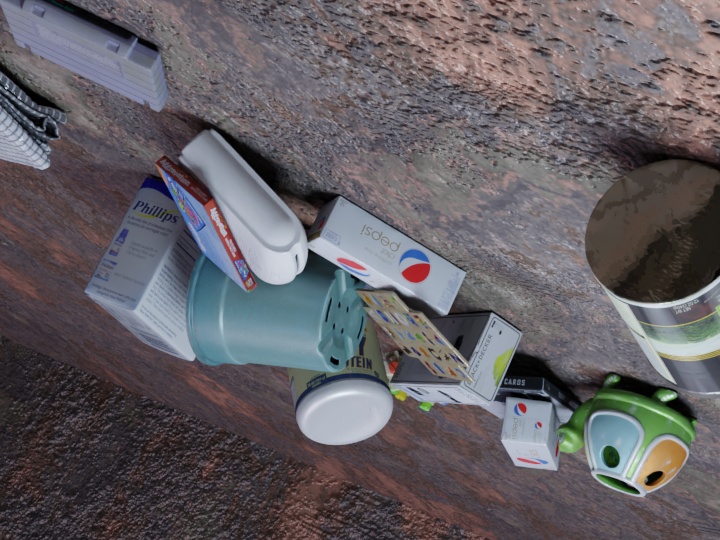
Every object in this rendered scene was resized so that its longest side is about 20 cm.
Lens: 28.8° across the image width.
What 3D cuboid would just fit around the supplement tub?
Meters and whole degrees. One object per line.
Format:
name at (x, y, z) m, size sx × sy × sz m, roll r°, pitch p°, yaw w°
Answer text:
supplement tub at (-0.038, 0.139, 2.076) m, size 0.143 × 0.201 × 0.146 m, roll -8°, pitch 141°, yaw -7°

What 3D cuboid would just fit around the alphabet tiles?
alphabet tiles at (0.071, 0.085, 1.851) m, size 0.167 × 0.006 × 0.200 m, roll 47°, pitch 166°, yaw -15°

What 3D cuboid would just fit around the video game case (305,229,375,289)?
video game case at (0.000, 0.000, 1.960) m, size 0.182 × 0.024 × 0.199 m, roll 39°, pitch 160°, yaw -35°

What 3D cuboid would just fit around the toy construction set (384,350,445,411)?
toy construction set at (0.090, 0.164, 2.227) m, size 0.130 × 0.093 × 0.200 m, roll 23°, pitch 174°, yaw 13°

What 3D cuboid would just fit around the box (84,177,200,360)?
box at (-0.281, -0.001, 2.071) m, size 0.104 × 0.201 × 0.184 m, roll 18°, pitch 162°, yaw 30°

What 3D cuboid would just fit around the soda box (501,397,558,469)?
soda box at (0.253, 0.242, 2.055) m, size 0.067 × 0.064 × 0.200 m, roll 5°, pitch 164°, yaw 14°

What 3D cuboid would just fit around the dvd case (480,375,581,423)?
dvd case at (0.238, 0.190, 2.074) m, size 0.149 × 0.025 × 0.200 m, roll 1°, pitch 162°, yaw 29°

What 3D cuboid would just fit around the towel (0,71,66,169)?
towel at (-0.522, -0.232, 1.953) m, size 0.199 × 0.086 × 0.166 m, roll 15°, pitch 159°, yaw 40°

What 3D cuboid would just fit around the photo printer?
photo printer at (-0.145, -0.071, 1.780) m, size 0.200 × 0.069 × 0.167 m, roll 46°, pitch 165°, yaw 7°

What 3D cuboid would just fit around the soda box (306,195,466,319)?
soda box at (0.031, -0.015, 1.797) m, size 0.199 × 0.064 × 0.068 m, roll 31°, pitch 163°, yaw -14°

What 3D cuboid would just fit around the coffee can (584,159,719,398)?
coffee can at (0.306, 0.011, 1.303) m, size 0.145 × 0.147 × 0.200 m, roll 14°, pitch 160°, yaw 35°

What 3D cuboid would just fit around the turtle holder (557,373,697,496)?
turtle holder at (0.356, 0.225, 1.909) m, size 0.184 × 0.133 × 0.141 m, roll 20°, pitch 163°, yaw 19°

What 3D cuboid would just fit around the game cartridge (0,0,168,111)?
game cartridge at (-0.320, -0.262, 1.637) m, size 0.199 × 0.039 × 0.130 m, roll 26°, pitch 160°, yaw 4°

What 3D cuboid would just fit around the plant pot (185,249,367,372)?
plant pot at (-0.106, 0.049, 1.928) m, size 0.194 × 0.202 × 0.200 m, roll 10°, pitch 158°, yaw 23°

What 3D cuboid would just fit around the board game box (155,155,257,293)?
board game box at (-0.194, -0.056, 1.782) m, size 0.103 × 0.019 × 0.201 m, roll 38°, pitch 163°, yaw 31°

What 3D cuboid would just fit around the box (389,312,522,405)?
box at (0.132, 0.125, 1.977) m, size 0.060 × 0.117 × 0.200 m, roll 32°, pitch 162°, yaw -21°
